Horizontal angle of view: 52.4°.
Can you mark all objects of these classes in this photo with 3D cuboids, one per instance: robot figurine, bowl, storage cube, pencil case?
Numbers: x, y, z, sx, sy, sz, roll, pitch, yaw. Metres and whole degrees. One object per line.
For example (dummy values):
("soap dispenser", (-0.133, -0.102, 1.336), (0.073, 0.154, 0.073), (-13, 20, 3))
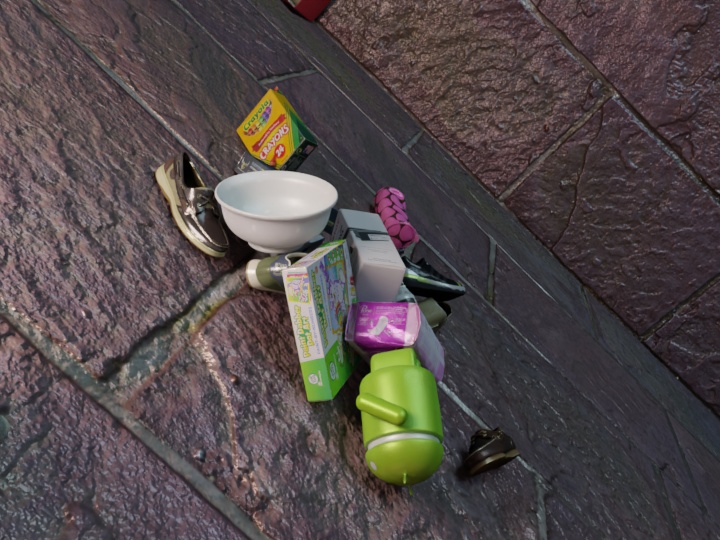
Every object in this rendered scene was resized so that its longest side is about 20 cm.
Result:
("robot figurine", (0.060, 0.218, 1.063), (0.176, 0.115, 0.201), (65, 18, -58))
("bowl", (-0.138, -0.088, 1.198), (0.199, 0.091, 0.201), (4, 27, -2))
("storage cube", (-0.233, -1.188, 3.068), (0.171, 0.200, 0.180), (50, 15, 14))
("pencil case", (0.089, -0.135, 1.861), (0.093, 0.091, 0.201), (2, 36, -9))

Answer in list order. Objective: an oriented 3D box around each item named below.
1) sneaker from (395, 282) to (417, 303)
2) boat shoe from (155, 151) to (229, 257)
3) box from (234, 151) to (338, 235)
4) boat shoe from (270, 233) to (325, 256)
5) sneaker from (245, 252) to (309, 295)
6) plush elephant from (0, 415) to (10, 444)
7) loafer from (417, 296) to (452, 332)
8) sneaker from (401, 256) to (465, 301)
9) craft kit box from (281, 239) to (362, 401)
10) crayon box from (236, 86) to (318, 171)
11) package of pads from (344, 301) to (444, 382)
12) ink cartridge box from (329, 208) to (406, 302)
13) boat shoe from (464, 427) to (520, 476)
("sneaker", (0.047, 0.025, 1.366), (0.200, 0.075, 0.116), (172, -95, -78))
("boat shoe", (-0.264, -0.109, 1.173), (0.200, 0.065, 0.073), (54, 22, 20))
("box", (-0.139, -0.151, 1.427), (0.157, 0.051, 0.200), (26, 8, -39))
("boat shoe", (-0.132, -0.070, 1.339), (0.086, 0.075, 0.202), (48, 18, 6))
("sneaker", (-0.093, 0.008, 1.221), (0.200, 0.089, 0.068), (5, 79, -55))
("plush elephant", (-0.385, 0.063, 0.539), (0.155, 0.164, 0.201), (12, -56, 58))
("loafer", (0.136, 0.092, 1.549), (0.076, 0.067, 0.200), (48, 18, 15))
("sneaker", (0.150, 0.012, 1.572), (0.199, 0.072, 0.083), (14, 63, -39))
("craft kit box", (-0.050, 0.069, 1.127), (0.197, 0.048, 0.202), (-40, 121, -67))
("crayon box", (-0.189, -0.297, 1.581), (0.051, 0.127, 0.201), (14, 36, -53))
("package of pads", (0.061, 0.121, 1.191), (0.200, 0.120, 0.076), (56, 39, -58))
("ink cartridge box", (0.000, 0.000, 1.313), (0.084, 0.145, 0.200), (8, 29, -19))
("boat shoe", (0.223, 0.317, 1.296), (0.071, 0.070, 0.200), (61, 16, 20))
